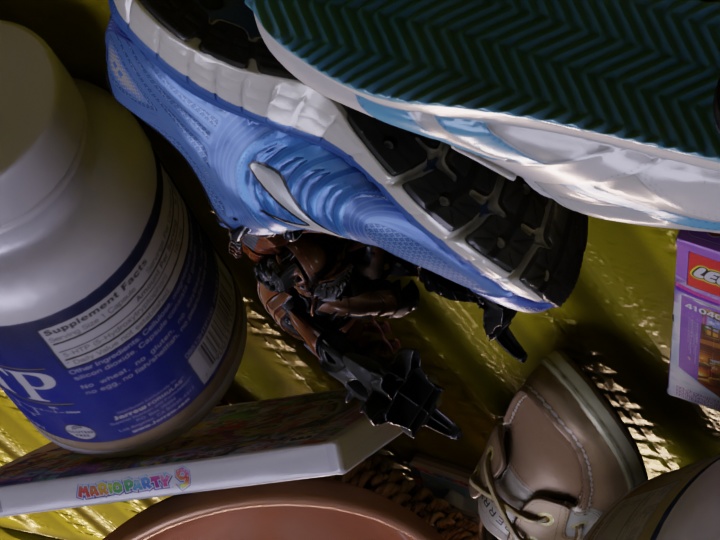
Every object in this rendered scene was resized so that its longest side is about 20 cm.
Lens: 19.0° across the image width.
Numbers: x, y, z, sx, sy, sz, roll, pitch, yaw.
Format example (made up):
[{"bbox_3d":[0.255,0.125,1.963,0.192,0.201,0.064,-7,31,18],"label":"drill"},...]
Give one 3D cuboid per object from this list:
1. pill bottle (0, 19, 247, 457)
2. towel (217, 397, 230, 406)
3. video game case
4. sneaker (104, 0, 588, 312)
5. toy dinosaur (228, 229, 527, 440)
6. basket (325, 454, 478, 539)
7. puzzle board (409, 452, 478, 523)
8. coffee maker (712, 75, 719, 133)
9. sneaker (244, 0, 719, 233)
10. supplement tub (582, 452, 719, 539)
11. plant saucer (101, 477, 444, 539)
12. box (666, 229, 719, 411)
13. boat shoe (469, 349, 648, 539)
[{"bbox_3d":[-0.134,-0.013,0.935,0.119,0.120,0.200,13,153,26],"label":"pill bottle"},{"bbox_3d":[-0.143,0.052,1.203,0.144,0.023,0.200,3,146,45],"label":"towel"},{"bbox_3d":[-0.075,0.084,1.027,0.199,0.018,0.143,-10,-174,22],"label":"video game case"},{"bbox_3d":[-0.007,-0.046,0.789,0.199,0.079,0.089,33,144,0],"label":"sneaker"},{"bbox_3d":[0.000,0.000,0.907,0.135,0.103,0.200,29,180,35],"label":"toy dinosaur"},{"bbox_3d":[-0.001,0.203,1.197,0.149,0.143,0.200,33,160,19],"label":"basket"},{"bbox_3d":[0.126,0.167,1.191,0.199,0.017,0.151,18,155,17],"label":"puzzle board"},{"bbox_3d":[0.191,-0.014,0.589,0.191,0.135,0.200,-15,131,46],"label":"coffee maker"},{"bbox_3d":[0.054,-0.060,0.715,0.199,0.077,0.081,21,158,14],"label":"sneaker"},{"bbox_3d":[0.162,0.147,0.879,0.144,0.145,0.200,26,166,-3],"label":"supplement tub"},{"bbox_3d":[-0.047,0.163,1.042,0.198,0.038,0.201,-4,133,-4],"label":"plant saucer"},{"bbox_3d":[0.215,0.034,0.798,0.199,0.039,0.137,19,157,15],"label":"box"},{"bbox_3d":[0.087,0.104,1.005,0.074,0.066,0.200,51,167,25],"label":"boat shoe"}]
